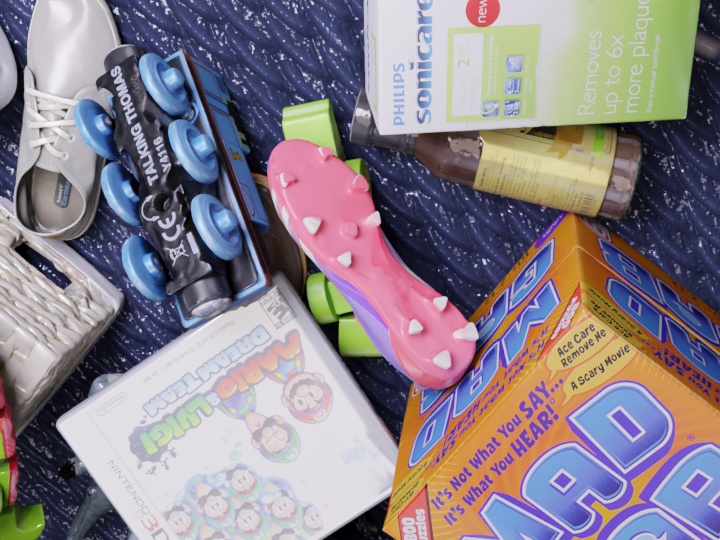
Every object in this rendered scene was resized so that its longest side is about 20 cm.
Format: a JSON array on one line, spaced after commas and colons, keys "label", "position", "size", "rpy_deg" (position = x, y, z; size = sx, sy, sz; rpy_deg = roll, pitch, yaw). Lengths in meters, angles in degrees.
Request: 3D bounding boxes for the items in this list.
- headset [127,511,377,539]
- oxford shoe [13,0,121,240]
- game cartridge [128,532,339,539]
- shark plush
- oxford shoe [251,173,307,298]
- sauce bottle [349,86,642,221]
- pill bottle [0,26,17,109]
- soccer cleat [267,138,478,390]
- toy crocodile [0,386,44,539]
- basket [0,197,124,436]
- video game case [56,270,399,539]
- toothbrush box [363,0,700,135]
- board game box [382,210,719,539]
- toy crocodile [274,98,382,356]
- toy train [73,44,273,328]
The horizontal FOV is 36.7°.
[{"label": "headset", "position": [-0.088, 0.220, 0.876], "size": [0.198, 0.094, 0.125], "rpy_deg": [-11, 95, -13]}, {"label": "oxford shoe", "position": [-0.217, -0.111, 0.794], "size": [0.075, 0.058, 0.202], "rpy_deg": [14, 111, 5]}, {"label": "game cartridge", "position": [-0.088, 0.247, 0.839], "size": [0.199, 0.040, 0.134], "rpy_deg": [28, 100, -1]}, {"label": "shark plush", "position": [-0.208, 0.146, 0.883], "size": [0.200, 0.083, 0.091], "rpy_deg": [-47, 59, 41]}, {"label": "oxford shoe", "position": [-0.079, 0.029, 0.819], "size": [0.071, 0.073, 0.202], "rpy_deg": [1, 112, 7]}, {"label": "sauce bottle", "position": [0.092, -0.086, 0.752], "size": [0.198, 0.065, 0.065], "rpy_deg": [13, 113, 2]}, {"label": "pill bottle", "position": [-0.358, -0.123, 0.775], "size": [0.199, 0.120, 0.120], "rpy_deg": [-28, 105, 17]}, {"label": "soccer cleat", "position": [0.000, 0.000, 0.743], "size": [0.200, 0.067, 0.076], "rpy_deg": [49, 151, 4]}, {"label": "toy crocodile", "position": [-0.264, 0.108, 0.747], "size": [0.061, 0.067, 0.202], "rpy_deg": [-11, 111, -17]}, {"label": "basket", "position": [-0.302, 0.068, 0.841], "size": [0.135, 0.124, 0.200], "rpy_deg": [39, 112, -8]}, {"label": "video game case", "position": [-0.089, 0.129, 0.792], "size": [0.199, 0.024, 0.183], "rpy_deg": [-33, 98, 5]}, {"label": "toothbrush box", "position": [0.103, -0.171, 0.678], "size": [0.198, 0.086, 0.147], "rpy_deg": [-2, 116, -4]}, {"label": "board game box", "position": [0.162, 0.114, 0.749], "size": [0.199, 0.200, 0.200], "rpy_deg": [36, 113, -7]}, {"label": "toy crocodile", "position": [-0.015, -0.026, 0.800], "size": [0.067, 0.062, 0.202], "rpy_deg": [-14, 105, 13]}, {"label": "toy train", "position": [-0.117, -0.058, 0.734], "size": [0.086, 0.114, 0.201], "rpy_deg": [-29, 72, 19]}]
